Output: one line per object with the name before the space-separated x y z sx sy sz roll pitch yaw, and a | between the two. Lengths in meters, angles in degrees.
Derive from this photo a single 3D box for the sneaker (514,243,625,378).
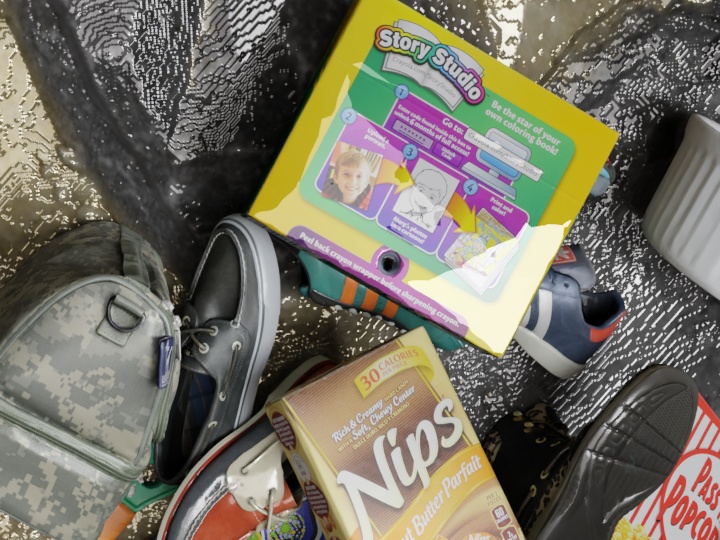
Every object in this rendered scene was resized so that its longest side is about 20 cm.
sneaker | 0.120 0.003 1.089 0.199 0.075 0.084 30 117 -37

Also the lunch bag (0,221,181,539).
lunch bag | -0.189 0.060 0.973 0.138 0.200 0.169 29 97 -16

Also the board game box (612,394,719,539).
board game box | 0.243 0.214 1.166 0.152 0.046 0.201 48 60 -22

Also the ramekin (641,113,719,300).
ramekin | 0.304 -0.022 1.085 0.199 0.201 0.098 27 105 -20

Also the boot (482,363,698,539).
boot | 0.161 0.138 1.113 0.073 0.151 0.201 27 99 -19

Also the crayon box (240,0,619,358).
crayon box | 0.046 -0.065 0.996 0.198 0.058 0.174 29 86 -9

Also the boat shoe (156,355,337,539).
boat shoe | -0.063 0.145 1.045 0.200 0.062 0.072 -46 144 -24

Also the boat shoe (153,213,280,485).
boat shoe | -0.104 0.060 1.040 0.056 0.068 0.203 -8 113 -52

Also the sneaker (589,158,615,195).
sneaker | 0.087 -0.077 1.082 0.197 0.079 0.097 13 110 -9

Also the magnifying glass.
magnifying glass | -0.162 0.158 1.104 0.079 0.022 0.200 42 93 -21

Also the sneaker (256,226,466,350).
sneaker | 0.000 0.000 1.082 0.080 0.072 0.200 -39 115 16

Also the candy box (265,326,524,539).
candy box | 0.031 0.155 1.007 0.114 0.055 0.202 -25 89 -21

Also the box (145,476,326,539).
box | -0.114 0.221 1.108 0.199 0.070 0.065 -33 109 -4
